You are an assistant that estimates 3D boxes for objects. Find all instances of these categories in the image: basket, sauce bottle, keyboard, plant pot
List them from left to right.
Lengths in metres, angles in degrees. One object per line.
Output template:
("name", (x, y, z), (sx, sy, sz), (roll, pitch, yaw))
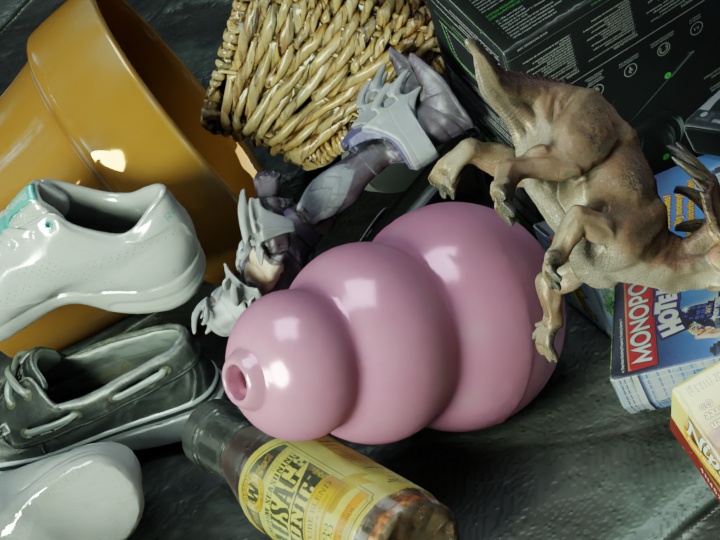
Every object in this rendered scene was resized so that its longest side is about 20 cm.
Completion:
("plant pot", (-0.174, -0.045, 1.553), (0.183, 0.200, 0.201), (-38, 31, 7))
("sauce bottle", (-0.028, 0.119, 1.320), (0.066, 0.066, 0.199), (-39, 33, -22))
("basket", (-0.008, -0.145, 1.558), (0.148, 0.144, 0.200), (17, 30, -3))
("keyboard", (0.000, 0.000, 1.441), (0.200, 0.021, 0.127), (-49, 7, -4))

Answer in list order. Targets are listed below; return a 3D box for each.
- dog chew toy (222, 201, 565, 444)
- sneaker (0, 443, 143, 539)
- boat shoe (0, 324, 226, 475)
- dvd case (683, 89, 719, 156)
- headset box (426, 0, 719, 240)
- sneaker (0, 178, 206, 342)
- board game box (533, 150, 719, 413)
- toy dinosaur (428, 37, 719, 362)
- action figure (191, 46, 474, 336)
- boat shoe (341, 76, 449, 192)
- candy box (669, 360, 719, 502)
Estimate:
("dog chew toy", (0.013, 0.036, 1.314), (0.199, 0.126, 0.124), (-15, 23, -36))
("sneaker", (-0.213, 0.153, 1.389), (0.199, 0.076, 0.089), (-22, 15, 1))
("boat shoe", (-0.180, 0.075, 1.455), (0.198, 0.071, 0.072), (-18, 34, 7))
("dvd case", (0.292, -0.124, 1.358), (0.200, 0.025, 0.150), (-41, 29, -23))
("headset box", (0.145, -0.122, 1.433), (0.173, 0.201, 0.093), (-32, 49, -10))
("sneaker", (-0.193, -0.014, 1.426), (0.198, 0.089, 0.076), (-12, 48, 4))
("board game box", (0.192, 0.004, 1.338), (0.198, 0.062, 0.201), (-15, 35, 19))
("toy dinosaur", (0.124, -0.046, 1.265), (0.135, 0.201, 0.086), (-36, 4, -17))
("action figure", (-0.025, -0.036, 1.410), (0.200, 0.069, 0.130), (-46, -1, -3))
("boat shoe", (0.034, -0.114, 1.613), (0.063, 0.071, 0.200), (3, 34, 35))
("candy box", (0.260, 0.062, 1.169), (0.199, 0.055, 0.116), (-28, 67, -7))
